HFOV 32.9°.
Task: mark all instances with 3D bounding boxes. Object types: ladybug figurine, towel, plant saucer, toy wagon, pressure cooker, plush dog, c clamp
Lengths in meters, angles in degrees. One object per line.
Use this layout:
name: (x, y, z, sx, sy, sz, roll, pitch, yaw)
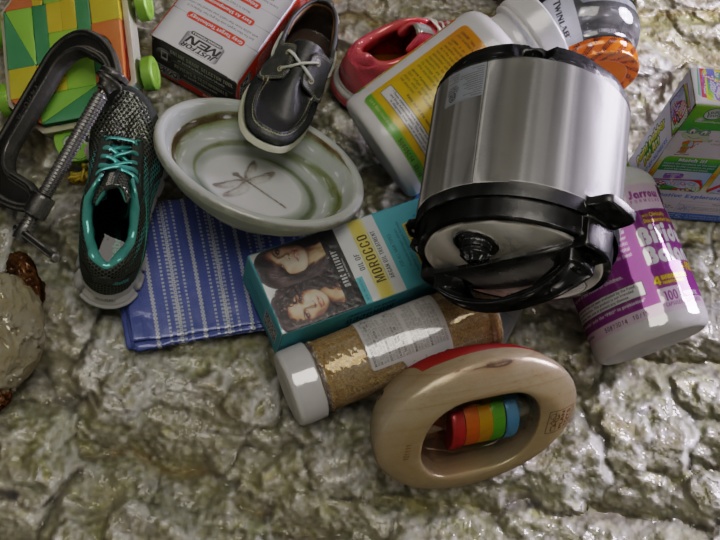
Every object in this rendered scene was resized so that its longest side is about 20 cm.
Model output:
ladybug figurine: (0.094, 0.118, 1.048, 0.197, 0.137, 0.072, -6, 35, -23)
towel: (-0.126, -0.004, 1.119, 0.197, 0.024, 0.147, -8, 65, -15)
plant saucer: (-0.096, -0.083, 1.105, 0.197, 0.051, 0.201, 16, 33, -11)
toy wagon: (-0.265, -0.183, 1.134, 0.153, 0.040, 0.203, -9, 80, 8)
pressure cooker: (0.131, -0.062, 1.010, 0.176, 0.176, 0.203, 10, 67, -1)
plush dog: (-0.340, 0.033, 1.007, 0.171, 0.160, 0.202, 30, 62, -25)
c clamp: (-0.261, -0.116, 1.063, 0.170, 0.027, 0.202, 19, 82, 43)

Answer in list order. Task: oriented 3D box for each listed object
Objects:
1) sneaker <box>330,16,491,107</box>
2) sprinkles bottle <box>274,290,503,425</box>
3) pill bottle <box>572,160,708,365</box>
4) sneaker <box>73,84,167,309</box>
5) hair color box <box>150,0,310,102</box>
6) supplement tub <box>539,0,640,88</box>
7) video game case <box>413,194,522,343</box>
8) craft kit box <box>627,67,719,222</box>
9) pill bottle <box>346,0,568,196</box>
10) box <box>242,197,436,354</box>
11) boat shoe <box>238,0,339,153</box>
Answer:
sneaker: (0.068, -0.217, 1.212, 0.198, 0.087, 0.074, -21, 71, -19)
sprinkles bottle: (0.025, 0.069, 1.072, 0.198, 0.068, 0.069, -21, 70, -12)
pill bottle: (0.237, -0.024, 1.130, 0.111, 0.112, 0.203, -14, 75, -16)
sneaker: (-0.207, -0.072, 1.056, 0.076, 0.091, 0.203, 3, 74, -9)
hair color box: (-0.116, -0.264, 1.216, 0.101, 0.061, 0.201, 29, 63, 5)
supplement tub: (0.214, -0.279, 1.247, 0.121, 0.123, 0.203, -5, 66, -12)
video game case: (0.111, -0.030, 1.172, 0.142, 0.018, 0.201, 29, 64, 5)
craft kit box: (0.368, -0.111, 1.155, 0.197, 0.198, 0.049, 4, 65, -9)
pill bottle: (0.095, -0.172, 1.149, 0.199, 0.111, 0.112, -36, 75, -1)
box: (0.000, 0.000, 1.099, 0.198, 0.049, 0.083, -20, 70, -19)
boat shoe: (-0.065, -0.187, 1.154, 0.071, 0.068, 0.201, 23, 44, -2)
